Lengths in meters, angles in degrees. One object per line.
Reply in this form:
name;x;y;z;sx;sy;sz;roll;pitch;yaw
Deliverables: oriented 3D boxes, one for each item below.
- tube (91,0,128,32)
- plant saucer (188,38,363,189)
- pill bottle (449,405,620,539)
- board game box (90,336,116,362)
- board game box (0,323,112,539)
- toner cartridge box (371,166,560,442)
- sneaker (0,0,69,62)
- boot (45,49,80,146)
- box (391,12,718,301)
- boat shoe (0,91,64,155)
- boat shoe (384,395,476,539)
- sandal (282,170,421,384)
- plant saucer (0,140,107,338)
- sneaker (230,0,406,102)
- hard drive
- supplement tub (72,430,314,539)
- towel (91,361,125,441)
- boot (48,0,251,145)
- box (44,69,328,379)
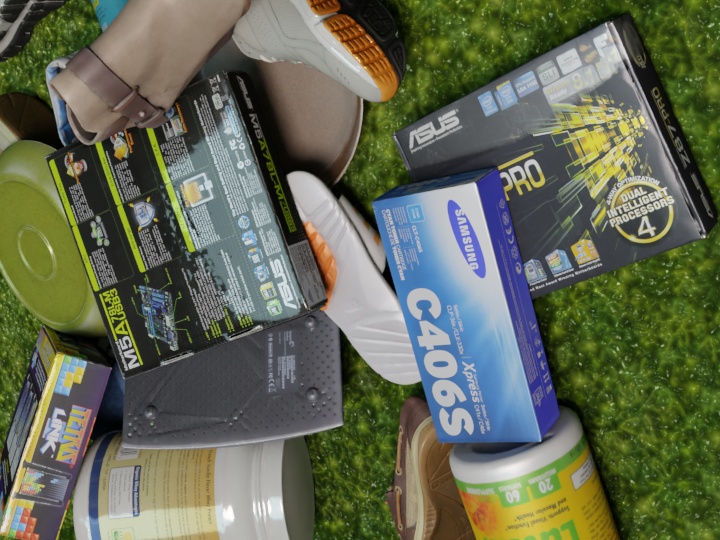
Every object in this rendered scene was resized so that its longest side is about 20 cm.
tube;-0.190;-0.174;0.905;0.049;0.077;0.204;-19;89;-6
plant saucer;-0.077;-0.154;0.872;0.197;0.032;0.204;11;113;27
pill bottle;0.153;0.222;0.823;0.110;0.111;0.203;-15;100;34
board game box;-0.191;0.033;0.997;0.199;0.024;0.105;-32;108;35
board game box;-0.300;0.150;0.992;0.199;0.056;0.168;14;85;69
toner cartridge box;0.081;0.031;0.784;0.094;0.043;0.204;-8;105;35
sneaker;-0.327;-0.274;0.953;0.198;0.078;0.092;-29;85;34
boot;-0.226;-0.103;0.941;0.072;0.095;0.204;-13;103;33
box;0.139;-0.071;0.760;0.198;0.049;0.164;-21;96;37
boat shoe;-0.294;-0.085;1.012;0.201;0.074;0.067;50;134;12
boat shoe;0.058;0.202;0.911;0.072;0.071;0.204;37;140;50
sandal;-0.006;0.004;0.872;0.078;0.059;0.208;-27;105;29
plant saucer;-0.298;-0.021;0.976;0.197;0.031;0.204;20;124;31
sneaker;-0.048;-0.186;0.788;0.200;0.075;0.093;46;133;18
hard drive;-0.110;0.091;0.908;0.196;0.042;0.138;-7;66;8
supplement tub;-0.150;0.215;0.960;0.196;0.145;0.147;-7;106;10
towel;-0.203;0.129;1.027;0.112;0.049;0.199;43;128;-13
boot;-0.151;-0.164;0.715;0.070;0.146;0.201;46;161;12
box;-0.145;-0.034;0.844;0.190;0.047;0.204;-20;91;25
